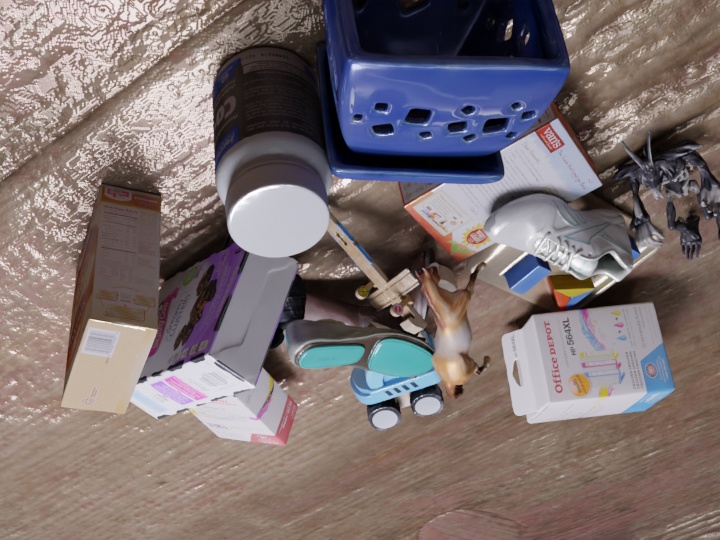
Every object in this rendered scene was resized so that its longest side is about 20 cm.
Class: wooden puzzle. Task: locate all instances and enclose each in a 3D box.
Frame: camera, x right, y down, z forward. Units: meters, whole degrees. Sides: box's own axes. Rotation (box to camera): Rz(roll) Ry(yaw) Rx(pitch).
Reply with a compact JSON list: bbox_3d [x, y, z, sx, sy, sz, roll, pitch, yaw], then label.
[{"bbox_3d":[0.268,-0.014,1.209,0.199,0.046,0.185,25,127,-33],"label":"wooden puzzle"}]

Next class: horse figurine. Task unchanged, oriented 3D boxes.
[{"bbox_3d":[0.118,0.078,1.141,0.050,0.132,0.201,7,109,29],"label":"horse figurine"}]

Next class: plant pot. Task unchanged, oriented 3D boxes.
[{"bbox_3d":[0.058,-0.194,0.866,0.199,0.201,0.180,0,144,-12],"label":"plant pot"}]

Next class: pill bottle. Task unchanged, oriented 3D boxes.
[{"bbox_3d":[-0.087,-0.117,0.910,0.113,0.201,0.114,-6,138,-5],"label":"pill bottle"}]

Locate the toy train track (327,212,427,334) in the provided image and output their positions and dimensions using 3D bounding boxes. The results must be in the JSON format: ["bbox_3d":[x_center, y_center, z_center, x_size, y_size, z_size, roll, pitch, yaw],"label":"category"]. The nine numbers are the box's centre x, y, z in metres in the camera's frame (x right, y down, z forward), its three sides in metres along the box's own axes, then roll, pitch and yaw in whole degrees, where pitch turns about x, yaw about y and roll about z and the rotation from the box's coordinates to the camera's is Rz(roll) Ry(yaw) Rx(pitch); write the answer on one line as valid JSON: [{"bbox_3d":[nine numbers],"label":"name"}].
[{"bbox_3d":[0.000,0.000,1.090,0.200,0.033,0.115,49,150,-1],"label":"toy train track"}]

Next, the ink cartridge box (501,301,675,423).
[{"bbox_3d":[0.306,0.131,1.288,0.199,0.129,0.125,-6,160,-6],"label":"ink cartridge box"}]

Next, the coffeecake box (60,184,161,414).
[{"bbox_3d":[-0.275,0.031,1.033,0.073,0.201,0.154,11,133,-21],"label":"coffeecake box"}]

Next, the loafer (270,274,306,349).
[{"bbox_3d":[-0.129,0.070,1.177,0.068,0.071,0.200,0,156,-34],"label":"loafer"}]

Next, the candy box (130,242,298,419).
[{"bbox_3d":[-0.179,0.067,1.071,0.071,0.168,0.200,38,140,-28],"label":"candy box"}]

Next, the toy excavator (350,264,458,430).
[{"bbox_3d":[0.062,0.101,1.268,0.194,0.100,0.200,-20,128,10],"label":"toy excavator"}]

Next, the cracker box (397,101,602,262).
[{"bbox_3d":[0.161,-0.105,1.079,0.199,0.058,0.134,-28,137,20],"label":"cracker box"}]

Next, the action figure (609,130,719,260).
[{"bbox_3d":[0.383,-0.085,1.116,0.119,0.102,0.200,-27,138,34],"label":"action figure"}]

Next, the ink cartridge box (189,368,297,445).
[{"bbox_3d":[-0.180,0.163,1.258,0.116,0.068,0.200,3,149,25],"label":"ink cartridge box"}]

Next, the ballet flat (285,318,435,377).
[{"bbox_3d":[0.001,0.086,1.126,0.199,0.064,0.068,6,128,-30],"label":"ballet flat"}]

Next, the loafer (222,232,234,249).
[{"bbox_3d":[-0.113,-0.035,1.096,0.072,0.063,0.200,13,133,-24],"label":"loafer"}]

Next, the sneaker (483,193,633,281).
[{"bbox_3d":[0.238,-0.035,1.077,0.199,0.081,0.071,6,141,-23],"label":"sneaker"}]

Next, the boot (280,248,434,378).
[{"bbox_3d":[-0.011,0.040,1.187,0.199,0.064,0.187,13,112,10],"label":"boot"}]
